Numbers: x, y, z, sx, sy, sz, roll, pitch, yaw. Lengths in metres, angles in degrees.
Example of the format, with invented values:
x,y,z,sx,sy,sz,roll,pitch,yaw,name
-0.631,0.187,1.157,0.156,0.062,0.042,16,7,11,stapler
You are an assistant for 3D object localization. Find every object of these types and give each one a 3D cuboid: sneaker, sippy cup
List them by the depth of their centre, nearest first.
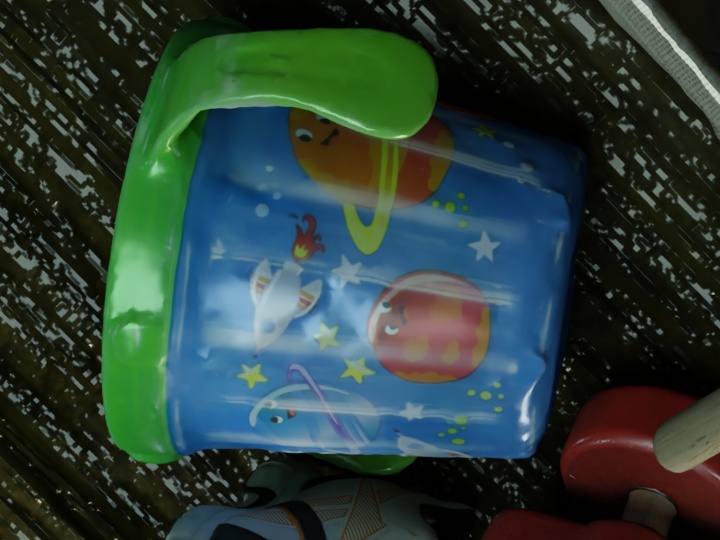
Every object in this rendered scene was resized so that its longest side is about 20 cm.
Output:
x,y,z,sx,sy,sz,roll,pitch,yaw,name
0.000,0.000,0.831,0.130,0.178,0.140,10,93,6,sippy cup
-0.012,0.103,0.854,0.080,0.200,0.074,4,104,13,sneaker

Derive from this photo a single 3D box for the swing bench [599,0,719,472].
x,y,z,sx,sy,sz,roll,pitch,yaw,name
0.098,-0.078,0.674,0.199,0.130,0.200,52,155,0,swing bench

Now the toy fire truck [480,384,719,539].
x,y,z,sx,sy,sz,roll,pitch,yaw,name
0.128,0.138,0.869,0.199,0.112,0.168,13,145,18,toy fire truck
